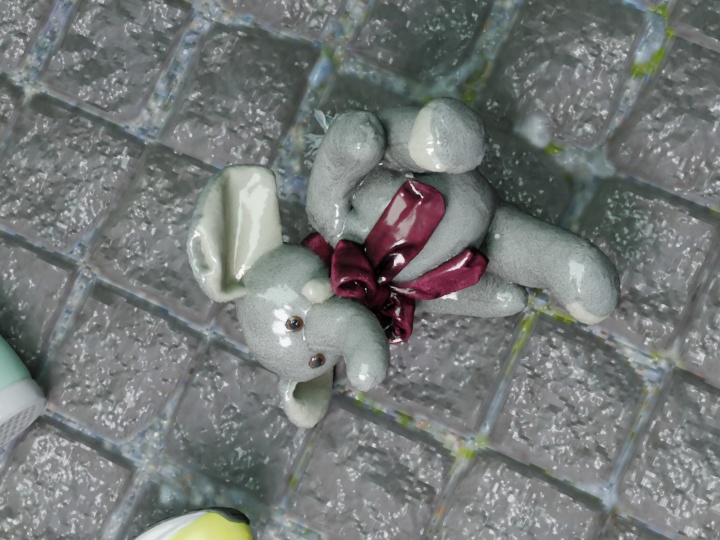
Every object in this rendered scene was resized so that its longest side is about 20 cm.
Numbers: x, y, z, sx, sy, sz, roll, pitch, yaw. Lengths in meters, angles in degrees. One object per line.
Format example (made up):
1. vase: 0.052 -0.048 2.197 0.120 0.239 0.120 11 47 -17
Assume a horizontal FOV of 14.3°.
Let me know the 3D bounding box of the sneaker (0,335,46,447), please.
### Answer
1. sneaker: -0.287 0.085 1.602 0.200 0.074 0.118 -35 78 -3

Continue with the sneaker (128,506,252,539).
1. sneaker: -0.108 0.217 1.515 0.090 0.078 0.200 41 104 36

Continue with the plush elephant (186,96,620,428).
1. plush elephant: 0.000 0.000 1.493 0.200 0.165 0.155 20 70 48
